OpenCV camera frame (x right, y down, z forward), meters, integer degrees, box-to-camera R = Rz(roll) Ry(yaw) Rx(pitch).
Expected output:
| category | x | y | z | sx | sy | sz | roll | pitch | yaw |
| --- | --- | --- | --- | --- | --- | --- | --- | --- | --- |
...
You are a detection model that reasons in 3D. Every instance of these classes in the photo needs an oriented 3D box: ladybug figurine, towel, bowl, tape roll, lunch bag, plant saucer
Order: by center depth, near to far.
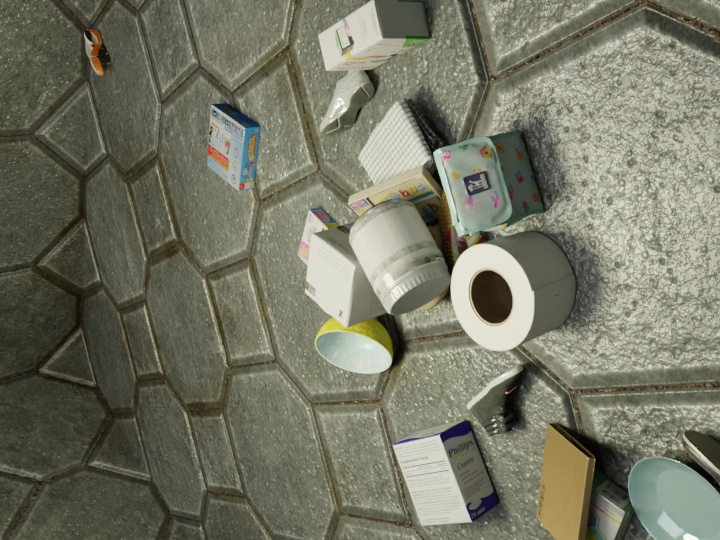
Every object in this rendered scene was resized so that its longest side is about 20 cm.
| category | x | y | z | sx | sy | sz | roll | pitch | yaw |
| --- | --- | --- | --- | --- | --- | --- | --- | --- | --- |
| plant saucer | 0.553 | 0.403 | 1.195 | 0.200 | 0.038 | 0.204 | 38 | 139 | 42 |
| lunch bag | 0.231 | -0.158 | 1.304 | 0.121 | 0.197 | 0.174 | -19 | 86 | 51 |
| tape roll | 0.289 | 0.037 | 1.340 | 0.201 | 0.137 | 0.207 | 18 | 115 | 46 |
| towel | 0.094 | -0.255 | 1.536 | 0.168 | 0.084 | 0.200 | 61 | 141 | 19 |
| ladybug figurine | 0.157 | -0.008 | 1.539 | 0.135 | 0.071 | 0.203 | 41 | 129 | 38 |
| bowl | -0.007 | 0.160 | 1.747 | 0.199 | 0.198 | 0.109 | -35 | 32 | 49 |

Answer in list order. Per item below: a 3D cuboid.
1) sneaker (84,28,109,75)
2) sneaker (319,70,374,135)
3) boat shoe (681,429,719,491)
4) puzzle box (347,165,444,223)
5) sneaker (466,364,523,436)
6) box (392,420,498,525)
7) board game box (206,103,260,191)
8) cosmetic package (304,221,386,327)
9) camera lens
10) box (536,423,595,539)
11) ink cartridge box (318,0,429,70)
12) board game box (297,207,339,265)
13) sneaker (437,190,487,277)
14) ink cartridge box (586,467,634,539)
| category | x | y | z | sx | sy | sz | roll | pitch | yaw |
| --- | --- | --- | --- | --- | --- | --- | --- | --- | --- |
| sneaker | -1.036 | -0.841 | 2.756 | 0.092 | 0.074 | 0.203 | -46 | 58 | 55 |
| sneaker | -0.038 | -0.401 | 1.672 | 0.200 | 0.069 | 0.081 | -44 | 59 | 41 |
| boat shoe | 0.591 | 0.343 | 1.120 | 0.200 | 0.072 | 0.063 | 43 | 128 | 28 |
| puzzle box | 0.087 | -0.143 | 1.512 | 0.197 | 0.133 | 0.026 | -19 | 43 | 34 |
| sneaker | 0.303 | 0.275 | 1.458 | 0.100 | 0.070 | 0.201 | 55 | 143 | 21 |
| box | 0.194 | 0.468 | 1.618 | 0.183 | 0.104 | 0.204 | -29 | 79 | 51 |
| board game box | -0.384 | -0.372 | 2.104 | 0.199 | 0.055 | 0.199 | 38 | 128 | 38 |
| cosmetic package | 0.000 | 0.000 | 1.632 | 0.164 | 0.198 | 0.168 | 35 | 128 | 37 |
| camera lens | 0.078 | -0.033 | 1.444 | 0.160 | 0.158 | 0.202 | -51 | 59 | 45 |
| box | 0.391 | 0.420 | 1.344 | 0.163 | 0.021 | 0.205 | -139 | 53 | -75 |
| ink cartridge box | 0.026 | -0.497 | 1.491 | 0.198 | 0.143 | 0.086 | -9 | 94 | 51 |
| board game box | -0.082 | -0.047 | 1.847 | 0.200 | 0.040 | 0.155 | 46 | 133 | 33 |
| sneaker | 0.215 | -0.081 | 1.446 | 0.075 | 0.088 | 0.205 | -174 | 81 | -71 |
| ink cartridge box | 0.448 | 0.495 | 1.349 | 0.103 | 0.059 | 0.204 | 34 | 126 | 40 |
